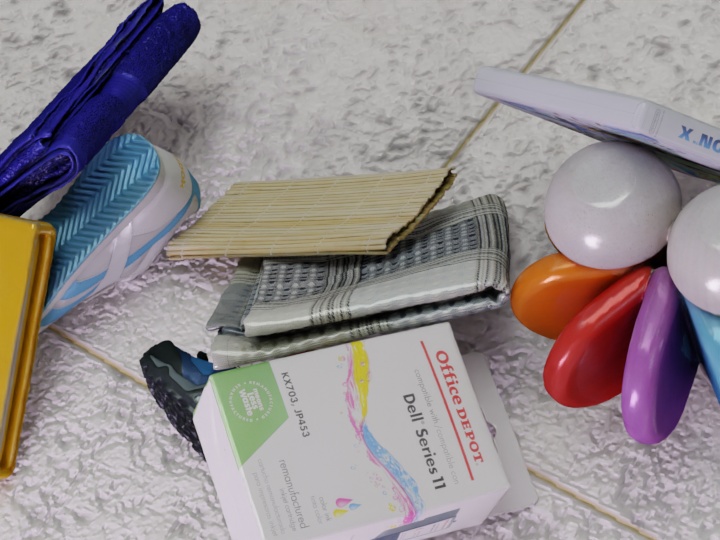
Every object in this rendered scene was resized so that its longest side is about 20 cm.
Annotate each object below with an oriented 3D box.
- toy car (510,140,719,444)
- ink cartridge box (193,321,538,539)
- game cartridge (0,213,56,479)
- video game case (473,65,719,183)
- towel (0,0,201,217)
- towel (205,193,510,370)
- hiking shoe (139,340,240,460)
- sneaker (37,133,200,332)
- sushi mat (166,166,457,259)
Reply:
[{"bbox_3d":[0.182,0.030,1.235,0.199,0.175,0.150,21,67,28],"label":"toy car"},{"bbox_3d":[0.012,0.104,1.243,0.199,0.067,0.118,-12,67,-21],"label":"ink cartridge box"},{"bbox_3d":[-0.312,0.037,1.421,0.199,0.032,0.178,12,92,27],"label":"game cartridge"},{"bbox_3d":[0.190,-0.080,1.274,0.200,0.181,0.022,23,95,63],"label":"video game case"},{"bbox_3d":[-0.205,-0.112,1.465,0.147,0.050,0.200,-31,18,41],"label":"towel"},{"bbox_3d":[0.000,0.000,1.341,0.199,0.035,0.193,-14,18,8],"label":"towel"},{"bbox_3d":[-0.052,0.095,1.332,0.199,0.075,0.087,31,65,21],"label":"hiking shoe"},{"bbox_3d":[-0.197,-0.008,1.446,0.200,0.081,0.077,-39,60,14],"label":"sneaker"},{"bbox_3d":[-0.035,-0.039,1.403,0.199,0.012,0.096,-2,32,38],"label":"sushi mat"}]
